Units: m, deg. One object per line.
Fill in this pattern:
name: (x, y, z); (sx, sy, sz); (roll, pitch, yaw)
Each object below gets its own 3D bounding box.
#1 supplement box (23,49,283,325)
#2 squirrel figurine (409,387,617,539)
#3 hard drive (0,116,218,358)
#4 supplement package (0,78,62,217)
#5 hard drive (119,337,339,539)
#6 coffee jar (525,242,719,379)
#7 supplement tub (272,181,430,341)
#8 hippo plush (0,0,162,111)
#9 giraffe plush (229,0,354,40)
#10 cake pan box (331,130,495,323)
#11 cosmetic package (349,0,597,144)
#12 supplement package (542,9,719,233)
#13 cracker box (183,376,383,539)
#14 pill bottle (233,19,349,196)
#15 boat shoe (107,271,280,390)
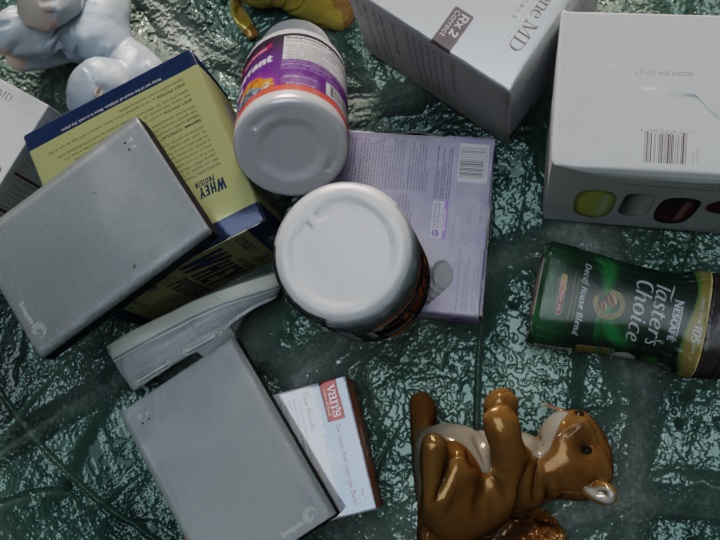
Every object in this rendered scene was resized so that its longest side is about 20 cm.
supplement box: (-0.206, -0.080, 0.977); (0.199, 0.134, 0.201); (-27, 77, 4)
squirrel figurine: (0.147, 0.214, 0.886); (0.185, 0.142, 0.202); (-2, 93, -2)
hard drive: (-0.253, -0.030, 0.882); (0.199, 0.033, 0.140); (-36, 77, 3)
supplement package: (-0.411, -0.101, 1.022); (0.116, 0.117, 0.201); (28, 84, 13)
hard drive: (-0.129, 0.188, 0.908); (0.139, 0.033, 0.201); (-33, 76, 2)
coffee jar: (0.268, 0.041, 0.907); (0.198, 0.085, 0.105); (11, 81, 10)
supplement tub: (0.000, 0.000, 0.848); (0.122, 0.200, 0.124); (-1, 82, 9)
hippo plush: (-0.294, -0.236, 1.040); (0.200, 0.159, 0.161); (-35, 95, -41)
giraffe plush: (-0.091, -0.359, 0.998); (0.198, 0.162, 0.174); (-12, 78, 6)
cake pan box: (0.045, -0.052, 0.977); (0.183, 0.052, 0.202); (4, 80, 7)
cosmetic package: (0.118, -0.268, 0.947); (0.199, 0.165, 0.165); (35, 87, 13)
supplement package: (0.275, -0.133, 0.880); (0.190, 0.200, 0.148); (5, 81, 10)
cracker box: (-0.089, 0.198, 0.946); (0.199, 0.058, 0.135); (-15, 77, 7)
pill bottle: (-0.068, -0.176, 0.947); (0.111, 0.112, 0.201); (-11, 39, 7)
boat shoe: (-0.166, 0.066, 0.985); (0.200, 0.070, 0.072); (-25, 94, 3)
